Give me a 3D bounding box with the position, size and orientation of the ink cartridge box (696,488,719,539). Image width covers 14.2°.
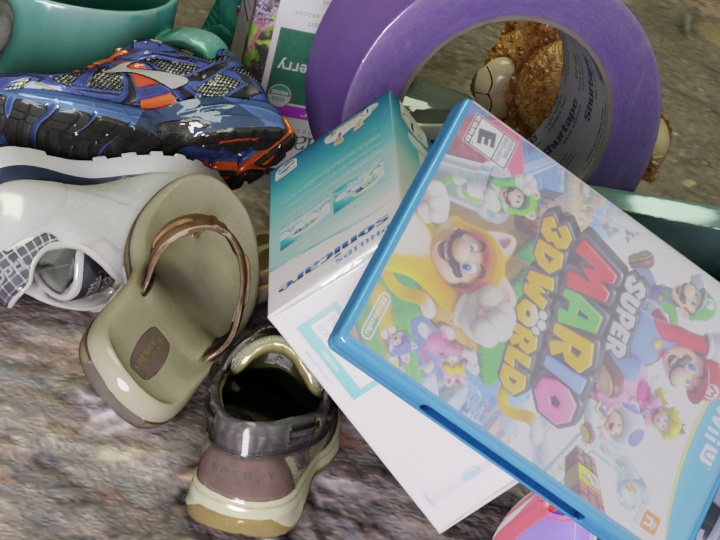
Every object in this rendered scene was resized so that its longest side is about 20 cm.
[{"bbox_3d":[0.183,0.099,1.514,0.200,0.042,0.119,31,26,30],"label":"ink cartridge box"}]

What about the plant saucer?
[{"bbox_3d":[0.176,-0.017,1.622,0.200,0.039,0.201,10,5,-1],"label":"plant saucer"}]

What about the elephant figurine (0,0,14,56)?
[{"bbox_3d":[-0.257,-0.116,1.540,0.155,0.141,0.200,45,17,-16],"label":"elephant figurine"}]

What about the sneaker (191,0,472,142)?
[{"bbox_3d":[-0.006,-0.158,1.904,0.199,0.121,0.084,12,22,-9],"label":"sneaker"}]

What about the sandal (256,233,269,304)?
[{"bbox_3d":[0.000,0.000,1.622,0.199,0.054,0.080,-15,18,-24],"label":"sandal"}]

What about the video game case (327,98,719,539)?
[{"bbox_3d":[0.096,0.032,1.350,0.200,0.143,0.018,35,-27,-14],"label":"video game case"}]

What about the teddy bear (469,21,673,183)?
[{"bbox_3d":[0.133,-0.115,1.884,0.067,0.145,0.200,-32,40,-17],"label":"teddy bear"}]

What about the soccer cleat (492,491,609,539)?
[{"bbox_3d":[0.125,0.096,1.389,0.067,0.077,0.200,28,42,27],"label":"soccer cleat"}]

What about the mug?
[{"bbox_3d":[-0.184,-0.124,1.713,0.152,0.115,0.185,-2,28,-38],"label":"mug"}]

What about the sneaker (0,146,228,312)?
[{"bbox_3d":[-0.138,-0.014,1.558,0.199,0.076,0.081,-4,51,-47],"label":"sneaker"}]

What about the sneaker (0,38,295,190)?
[{"bbox_3d":[-0.134,-0.089,1.606,0.199,0.075,0.079,2,52,-40],"label":"sneaker"}]

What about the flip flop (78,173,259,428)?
[{"bbox_3d":[-0.088,0.008,1.479,0.081,0.058,0.200,41,29,-8],"label":"flip flop"}]

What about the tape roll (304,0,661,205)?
[{"bbox_3d":[0.072,-0.102,1.714,0.199,0.201,0.085,6,23,-21],"label":"tape roll"}]

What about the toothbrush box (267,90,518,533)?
[{"bbox_3d":[0.028,0.017,1.458,0.147,0.085,0.200,52,12,-20],"label":"toothbrush box"}]

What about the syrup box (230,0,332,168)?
[{"bbox_3d":[-0.031,-0.165,1.797,0.078,0.201,0.082,10,21,-11],"label":"syrup box"}]

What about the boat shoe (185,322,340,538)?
[{"bbox_3d":[-0.042,0.064,1.416,0.071,0.066,0.201,15,22,1],"label":"boat shoe"}]
